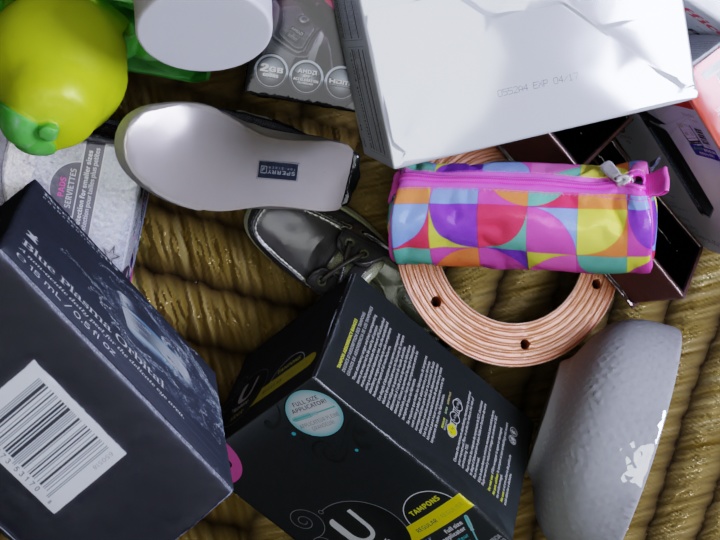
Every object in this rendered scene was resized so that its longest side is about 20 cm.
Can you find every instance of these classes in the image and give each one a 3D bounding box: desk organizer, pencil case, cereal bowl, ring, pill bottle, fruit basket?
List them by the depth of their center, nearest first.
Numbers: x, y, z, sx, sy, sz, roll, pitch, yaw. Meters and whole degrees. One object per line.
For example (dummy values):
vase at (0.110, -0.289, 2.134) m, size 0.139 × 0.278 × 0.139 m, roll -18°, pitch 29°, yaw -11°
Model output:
pill bottle at (-0.101, -0.231, 0.735) m, size 0.111 × 0.111 × 0.200 m, roll -2°, pitch 65°, yaw -7°
fruit basket at (-0.200, -0.161, 0.806) m, size 0.215 × 0.156 × 0.216 m, roll 2°, pitch 79°, yaw -11°
pencil case at (0.118, -0.043, 0.842) m, size 0.200 × 0.088 × 0.088 m, roll 0°, pitch 104°, yaw 12°
desk organizer at (0.193, -0.069, 0.915) m, size 0.072 × 0.077 × 0.200 m, roll -44°, pitch 99°, yaw -16°
cereal bowl at (0.184, 0.129, 0.928) m, size 0.083 × 0.200 × 0.200 m, roll 18°, pitch 101°, yaw 9°
ring at (0.119, -0.022, 0.936) m, size 0.200 × 0.019 × 0.201 m, roll 2°, pitch 83°, yaw -18°

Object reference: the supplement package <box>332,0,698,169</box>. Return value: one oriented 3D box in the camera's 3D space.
supplement package at (0.090, -0.166, 0.752) m, size 0.200 × 0.111 × 0.156 m, roll -14°, pitch 102°, yaw -8°

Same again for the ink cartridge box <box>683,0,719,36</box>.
ink cartridge box at (0.255, -0.205, 0.847) m, size 0.145 × 0.200 × 0.083 m, roll 29°, pitch 97°, yaw -13°

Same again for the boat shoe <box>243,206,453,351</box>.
boat shoe at (0.000, 0.001, 0.931) m, size 0.201 × 0.066 × 0.072 m, roll 33°, pitch 96°, yaw -14°

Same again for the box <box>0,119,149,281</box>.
box at (-0.235, -0.016, 0.870) m, size 0.132 × 0.115 × 0.200 m, roll 12°, pitch 102°, yaw -10°

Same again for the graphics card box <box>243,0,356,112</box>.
graphics card box at (-0.006, -0.212, 0.815) m, size 0.125 × 0.051 × 0.200 m, roll 10°, pitch 99°, yaw -6°

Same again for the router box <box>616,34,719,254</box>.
router box at (0.257, -0.090, 0.875) m, size 0.049 × 0.200 × 0.180 m, roll -36°, pitch 105°, yaw -1°

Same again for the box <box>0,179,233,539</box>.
box at (-0.190, 0.066, 0.734) m, size 0.117 × 0.200 × 0.197 m, roll -39°, pitch 108°, yaw 2°

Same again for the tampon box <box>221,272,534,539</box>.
tampon box at (0.007, 0.134, 0.905) m, size 0.200 × 0.126 × 0.150 m, roll 40°, pitch 127°, yaw -15°

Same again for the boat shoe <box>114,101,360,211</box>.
boat shoe at (-0.103, -0.082, 0.849) m, size 0.200 × 0.093 × 0.075 m, roll 10°, pitch 96°, yaw -41°
